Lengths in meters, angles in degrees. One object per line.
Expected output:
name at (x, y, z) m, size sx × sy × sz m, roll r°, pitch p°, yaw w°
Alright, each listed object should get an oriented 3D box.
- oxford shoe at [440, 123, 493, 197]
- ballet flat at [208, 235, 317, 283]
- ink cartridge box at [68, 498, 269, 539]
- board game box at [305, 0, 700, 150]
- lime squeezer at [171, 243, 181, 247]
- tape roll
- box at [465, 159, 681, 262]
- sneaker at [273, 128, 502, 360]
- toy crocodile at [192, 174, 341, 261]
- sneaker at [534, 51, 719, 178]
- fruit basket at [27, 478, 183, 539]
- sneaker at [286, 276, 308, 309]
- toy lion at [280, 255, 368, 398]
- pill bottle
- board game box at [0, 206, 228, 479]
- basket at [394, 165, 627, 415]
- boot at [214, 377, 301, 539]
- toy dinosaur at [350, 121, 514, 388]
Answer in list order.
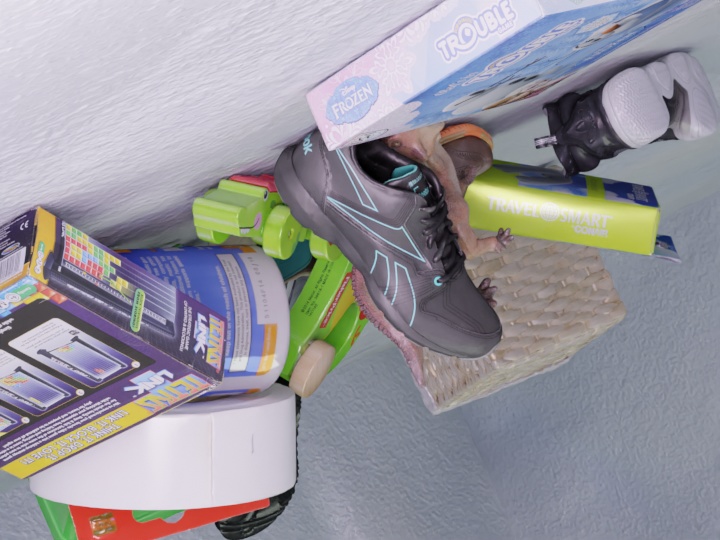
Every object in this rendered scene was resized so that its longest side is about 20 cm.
oxford shoe at (0.053, -0.068, 1.682) m, size 0.071 × 0.073 × 0.200 m, roll -26°, pitch 174°, yaw 31°
ballet flat at (-0.056, -0.023, 1.792) m, size 0.069 × 0.070 × 0.200 m, roll -26°, pitch 172°, yaw 32°
ink cartridge box at (-0.171, 0.109, 1.721) m, size 0.162 × 0.200 × 0.057 m, roll -15°, pitch 164°, yaw -13°
board game box at (0.101, -0.143, 1.299) m, size 0.199 × 0.043 × 0.200 m, roll -17°, pitch 172°, yaw -42°
lime squeezer at (-0.228, 0.021, 1.661) m, size 0.200 × 0.038 × 0.071 m, roll -23°, pitch -153°, yaw -6°
tape roll at (-0.147, 0.125, 1.609) m, size 0.202 × 0.071 × 0.202 m, roll 0°, pitch -175°, yaw 0°
box at (0.171, -0.053, 1.816) m, size 0.200 × 0.048 × 0.122 m, roll 9°, pitch -168°, yaw 2°
sneaker at (0.031, -0.021, 1.464) m, size 0.079 × 0.200 × 0.075 m, roll -39°, pitch -168°, yaw 32°
toy crocodile at (-0.060, -0.043, 1.540) m, size 0.067 × 0.062 × 0.200 m, roll 14°, pitch -175°, yaw 24°
sneaker at (0.221, -0.130, 1.817) m, size 0.114 × 0.076 × 0.200 m, roll -20°, pitch 177°, yaw 33°
fruit basket at (-0.221, 0.134, 1.846) m, size 0.155 × 0.216 × 0.216 m, roll -22°, pitch 175°, yaw -15°
sneaker at (-0.079, 0.050, 1.926) m, size 0.088 × 0.074 × 0.200 m, roll -28°, pitch 146°, yaw -52°
toy lion at (0.000, 0.000, 1.768) m, size 0.200 × 0.069 × 0.192 m, roll -63°, pitch 163°, yaw 9°
pill bottle at (-0.161, 0.039, 1.548) m, size 0.200 × 0.112 × 0.112 m, roll -2°, pitch 165°, yaw -29°
board game box at (-0.213, 0.052, 1.397) m, size 0.200 × 0.057 × 0.165 m, roll -26°, pitch 138°, yaw 34°
basket at (0.145, 0.018, 2.280) m, size 0.200 × 0.198 × 0.161 m, roll -19°, pitch 172°, yaw -31°
boot at (-0.117, 0.112, 1.851) m, size 0.073 × 0.162 × 0.198 m, roll -14°, pitch 136°, yaw -27°
toy dinosaur at (0.030, -0.024, 1.547) m, size 0.135 × 0.200 × 0.086 m, roll 13°, pitch -176°, yaw -33°
